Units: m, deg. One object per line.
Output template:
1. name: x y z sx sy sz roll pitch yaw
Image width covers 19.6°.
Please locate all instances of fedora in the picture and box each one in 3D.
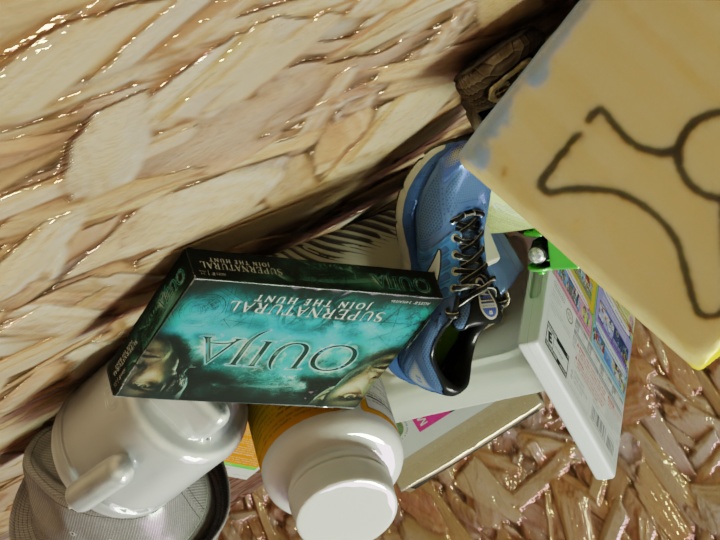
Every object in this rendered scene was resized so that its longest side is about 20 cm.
1. fedora: -0.209 0.175 1.714 0.177 0.199 0.091 -61 153 -27

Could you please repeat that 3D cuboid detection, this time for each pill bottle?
1. pill bottle: -0.031 0.112 1.590 0.108 0.201 0.110 -8 134 -9

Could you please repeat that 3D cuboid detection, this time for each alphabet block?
1. alphabet block: 0.209 -0.078 1.320 0.196 0.200 0.196 -50 170 14

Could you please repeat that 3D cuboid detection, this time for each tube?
1. tube: 0.115 -0.054 1.647 0.058 0.052 0.200 -26 -175 -5

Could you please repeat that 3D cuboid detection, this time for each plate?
1. plate: 0.087 0.040 1.876 0.198 0.032 0.201 -14 -136 18

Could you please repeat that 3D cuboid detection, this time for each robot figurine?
1. robot figurine: -0.162 0.117 1.589 0.200 0.113 0.170 -39 -174 43

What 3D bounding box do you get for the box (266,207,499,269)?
1. box: 0.000 0.000 1.562 0.199 0.069 0.082 -22 179 -34

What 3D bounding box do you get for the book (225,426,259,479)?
1. book: -0.124 0.138 1.999 0.133 0.048 0.200 10 151 -28

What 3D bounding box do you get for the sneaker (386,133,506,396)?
1. sneaker: 0.072 -0.002 1.489 0.078 0.089 0.201 -13 122 -38

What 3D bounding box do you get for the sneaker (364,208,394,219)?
1. sneaker: -0.034 0.023 1.679 0.200 0.070 0.082 -40 169 32

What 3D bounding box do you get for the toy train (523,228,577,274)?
1. toy train: 0.187 -0.042 1.727 0.056 0.042 0.200 -2 -163 24

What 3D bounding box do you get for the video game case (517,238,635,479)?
1. video game case: 0.189 0.050 1.799 0.022 0.200 0.183 -8 -132 25

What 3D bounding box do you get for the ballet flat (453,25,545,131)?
1. ballet flat: 0.096 -0.115 1.368 0.067 0.047 0.200 -30 174 -3

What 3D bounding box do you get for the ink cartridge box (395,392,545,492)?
1. ink cartridge box: 0.058 0.087 2.001 0.164 0.201 0.075 -33 173 2

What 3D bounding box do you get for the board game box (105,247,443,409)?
1. board game box: -0.059 0.044 1.435 0.199 0.028 0.135 5 139 -33

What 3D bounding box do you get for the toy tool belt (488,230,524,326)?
1. toy tool belt: 0.087 -0.007 1.793 0.199 0.125 0.123 -33 -178 6
